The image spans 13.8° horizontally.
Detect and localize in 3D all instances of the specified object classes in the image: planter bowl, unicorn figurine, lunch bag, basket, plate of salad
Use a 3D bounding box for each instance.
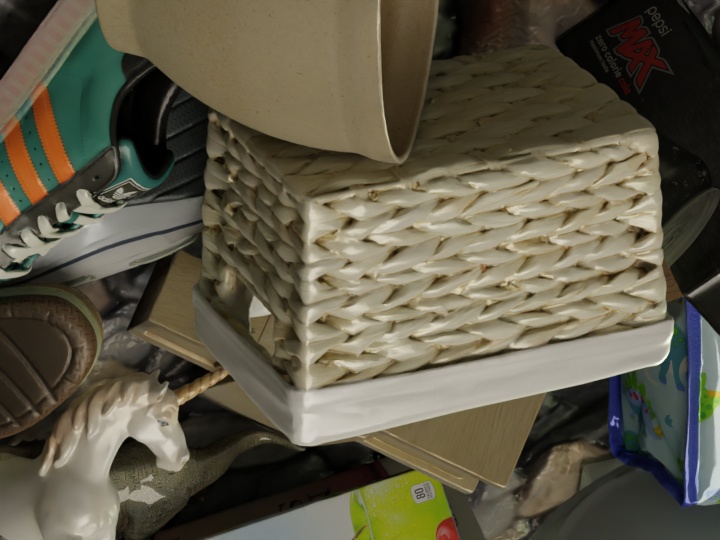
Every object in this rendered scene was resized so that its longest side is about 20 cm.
[{"bbox_3d":[-0.041,-0.152,1.294,0.134,0.201,0.201,5,139,8],"label":"planter bowl"},{"bbox_3d":[-0.147,0.121,1.477,0.199,0.138,0.074,-5,-175,31],"label":"unicorn figurine"},{"bbox_3d":[0.231,0.015,1.643,0.169,0.127,0.201,-7,108,-20],"label":"lunch bag"},{"bbox_3d":[0.032,-0.018,1.390,0.199,0.136,0.124,-12,120,-21],"label":"basket"},{"bbox_3d":[0.181,0.160,1.682,0.199,0.200,0.048,-24,116,-1],"label":"plate of salad"}]

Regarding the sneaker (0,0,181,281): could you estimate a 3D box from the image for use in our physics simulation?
[{"bbox_3d":[-0.139,-0.046,1.384,0.200,0.080,0.071,-56,165,13],"label":"sneaker"}]

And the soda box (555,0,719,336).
[{"bbox_3d":[0.166,-0.054,1.470,0.071,0.200,0.063,-34,133,12],"label":"soda box"}]

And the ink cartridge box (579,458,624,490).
[{"bbox_3d":[0.235,0.174,1.846,0.199,0.085,0.145,-10,139,-14],"label":"ink cartridge box"}]

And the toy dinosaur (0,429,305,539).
[{"bbox_3d":[-0.130,0.118,1.585,0.199,0.077,0.102,1,166,1],"label":"toy dinosaur"}]

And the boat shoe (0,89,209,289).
[{"bbox_3d":[-0.108,-0.041,1.466,0.199,0.074,0.067,-18,155,8],"label":"boat shoe"}]

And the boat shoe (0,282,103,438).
[{"bbox_3d":[-0.200,0.049,1.493,0.199,0.076,0.072,-22,101,31],"label":"boat shoe"}]

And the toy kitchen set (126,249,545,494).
[{"bbox_3d":[0.000,0.000,1.565,0.199,0.181,0.163,25,170,-9],"label":"toy kitchen set"}]

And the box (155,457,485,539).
[{"bbox_3d":[-0.021,0.202,1.717,0.199,0.128,0.109,-18,140,-8],"label":"box"}]

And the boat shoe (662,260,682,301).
[{"bbox_3d":[0.196,-0.059,1.556,0.200,0.065,0.071,-39,141,-7],"label":"boat shoe"}]

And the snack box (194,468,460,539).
[{"bbox_3d":[-0.030,0.214,1.602,0.199,0.169,0.068,-18,175,-7],"label":"snack box"}]
